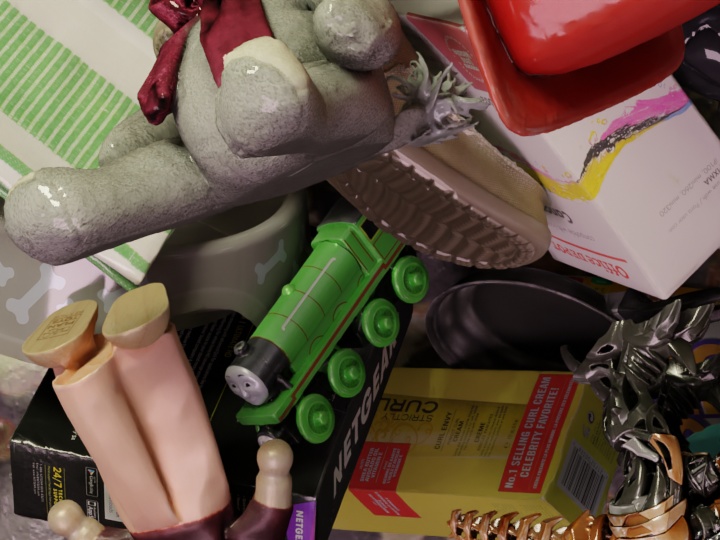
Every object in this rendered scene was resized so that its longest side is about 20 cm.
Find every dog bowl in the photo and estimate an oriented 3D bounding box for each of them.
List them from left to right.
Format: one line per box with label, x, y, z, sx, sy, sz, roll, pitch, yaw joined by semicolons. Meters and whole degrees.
dog bowl;-0.115;-0.022;1.305;0.199;0.200;0.059;11;116;10

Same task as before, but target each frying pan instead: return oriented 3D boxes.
frying pan;0.100;0.018;1.305;0.114;0.031;0.190;25;149;-8

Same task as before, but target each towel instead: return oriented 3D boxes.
towel;-0.108;-0.110;1.228;0.152;0.201;0.023;36;153;-12

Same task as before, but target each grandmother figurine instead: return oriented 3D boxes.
grandmother figurine;-0.083;0.107;1.220;0.121;0.061;0.201;-10;116;31

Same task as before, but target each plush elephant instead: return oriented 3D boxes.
plush elephant;-0.046;-0.112;1.097;0.164;0.199;0.156;-27;82;46

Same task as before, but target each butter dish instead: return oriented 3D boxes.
butter dish;0.111;-0.172;1.065;0.147;0.200;0.201;-16;95;29

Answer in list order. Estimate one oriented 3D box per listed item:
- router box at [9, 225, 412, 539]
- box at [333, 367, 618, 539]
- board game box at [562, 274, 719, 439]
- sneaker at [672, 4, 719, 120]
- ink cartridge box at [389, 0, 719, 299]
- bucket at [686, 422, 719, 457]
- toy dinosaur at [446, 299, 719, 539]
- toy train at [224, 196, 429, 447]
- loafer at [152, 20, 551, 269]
router box;-0.067;0.050;1.335;0.148;0.200;0.051;10;129;11
box;0.035;0.091;1.376;0.199;0.076;0.050;1;149;41
board game box;0.189;0.054;1.368;0.199;0.030;0.096;8;130;16
sneaker;0.167;-0.142;1.185;0.113;0.076;0.201;-10;123;26
ink cartridge box;0.101;-0.059;1.241;0.200;0.067;0.116;50;170;-22
bucket;0.213;0.167;1.310;0.206;0.208;0.135;-7;122;23
toy dinosaur;0.140;0.095;1.234;0.198;0.137;0.102;-3;159;-4
toy train;0.000;0.000;1.278;0.042;0.200;0.057;-6;129;47
loafer;0.006;-0.073;1.216;0.199;0.069;0.076;33;156;-11
